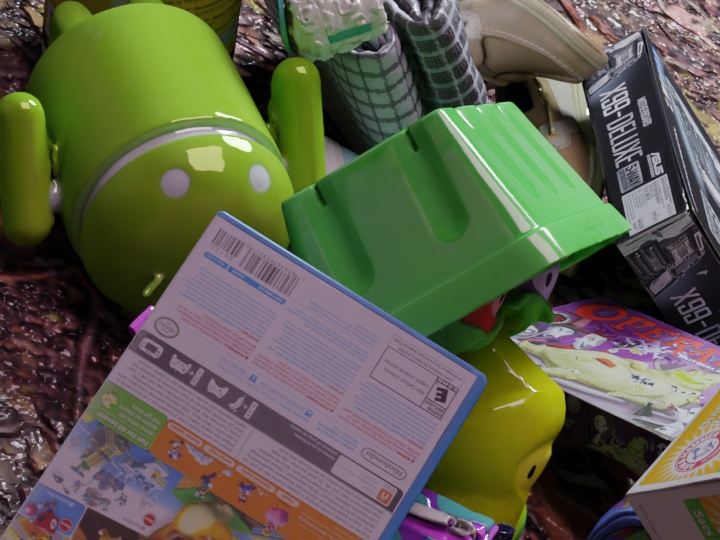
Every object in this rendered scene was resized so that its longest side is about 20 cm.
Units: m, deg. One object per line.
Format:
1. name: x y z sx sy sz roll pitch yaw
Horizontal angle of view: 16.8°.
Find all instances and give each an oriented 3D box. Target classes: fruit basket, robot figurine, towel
1. fruit basket: 0.058 0.032 1.187 0.216 0.155 0.216 52 18 -25
2. robot figurine: -0.104 -0.057 1.259 0.175 0.116 0.200 -7 46 -22
3. towel: 0.009 -0.137 1.423 0.085 0.166 0.200 -30 49 -4

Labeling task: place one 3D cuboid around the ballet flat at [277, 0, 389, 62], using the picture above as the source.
1. ballet flat: -0.016 -0.195 1.327 0.071 0.072 0.201 12 51 -26

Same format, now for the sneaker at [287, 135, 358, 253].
1. sneaker: 0.000 0.000 1.307 0.082 0.074 0.201 23 37 -20

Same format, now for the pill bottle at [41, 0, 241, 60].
1. pill bottle: -0.115 -0.197 1.352 0.112 0.201 0.113 7 38 -5

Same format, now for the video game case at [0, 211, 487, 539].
1. video game case: -0.055 0.092 1.058 0.143 0.018 0.200 32 73 4

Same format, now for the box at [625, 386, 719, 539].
1. box: 0.234 0.146 1.149 0.112 0.101 0.200 -42 106 -35

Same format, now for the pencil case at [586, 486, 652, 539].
1. pencil case: 0.183 0.133 1.258 0.200 0.078 0.087 -29 105 -55

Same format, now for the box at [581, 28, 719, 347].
1. box: 0.196 -0.027 1.453 0.158 0.050 0.200 53 19 -31

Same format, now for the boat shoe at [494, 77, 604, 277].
1. boat shoe: 0.110 -0.065 1.499 0.066 0.074 0.200 13 30 -6

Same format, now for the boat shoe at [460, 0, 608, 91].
1. boat shoe: 0.077 -0.138 1.509 0.072 0.065 0.200 39 -8 -35

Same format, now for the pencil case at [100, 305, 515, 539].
1. pencil case: -0.032 0.104 1.111 0.199 0.093 0.085 30 37 3

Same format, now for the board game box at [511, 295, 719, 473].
1. board game box: 0.151 0.063 1.287 0.120 0.032 0.200 -8 21 -38
